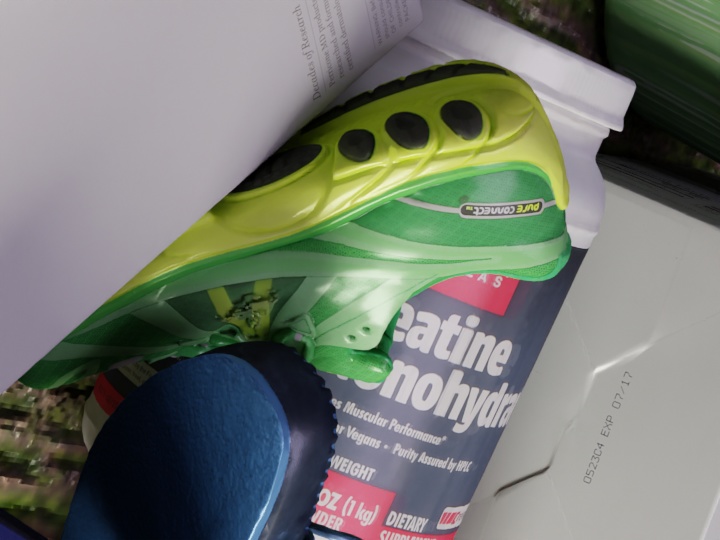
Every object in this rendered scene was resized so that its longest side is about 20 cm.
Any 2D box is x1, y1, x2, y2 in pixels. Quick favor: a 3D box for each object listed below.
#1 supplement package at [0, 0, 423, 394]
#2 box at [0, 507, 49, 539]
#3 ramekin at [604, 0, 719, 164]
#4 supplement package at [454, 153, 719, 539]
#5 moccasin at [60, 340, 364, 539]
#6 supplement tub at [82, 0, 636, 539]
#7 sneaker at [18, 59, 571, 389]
[{"bbox_3d":[-0.097,-0.077,0.678,0.200,0.121,0.120,-44,142,-24],"label":"supplement package"},{"bbox_3d":[-0.125,0.072,0.678,0.032,0.199,0.121,-56,145,-9],"label":"box"},{"bbox_3d":[0.194,-0.130,1.031,0.200,0.097,0.201,-31,135,-36],"label":"ramekin"},{"bbox_3d":[0.135,0.062,1.031,0.200,0.147,0.192,4,109,-58],"label":"supplement package"},{"bbox_3d":[-0.051,0.086,0.745,0.068,0.081,0.200,-10,150,-36],"label":"moccasin"},{"bbox_3d":[0.000,0.000,0.839,0.140,0.140,0.201,14,102,-54],"label":"supplement tub"},{"bbox_3d":[-0.027,0.005,0.731,0.084,0.199,0.074,62,24,-21],"label":"sneaker"}]
